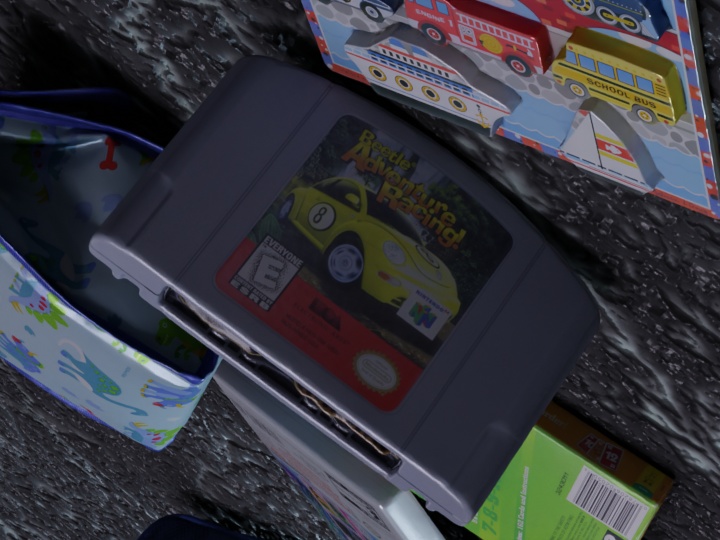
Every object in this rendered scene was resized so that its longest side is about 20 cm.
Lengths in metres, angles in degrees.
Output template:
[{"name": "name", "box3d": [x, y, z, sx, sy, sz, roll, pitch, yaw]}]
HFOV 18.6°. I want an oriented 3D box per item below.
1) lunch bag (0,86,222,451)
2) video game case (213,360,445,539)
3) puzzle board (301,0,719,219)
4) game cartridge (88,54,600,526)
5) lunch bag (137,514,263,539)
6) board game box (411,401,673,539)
[{"name": "lunch bag", "box3d": [-0.154, -0.012, 1.163, 0.199, 0.128, 0.170, 28, 157, -2]}, {"name": "video game case", "box3d": [0.008, 0.147, 1.294, 0.200, 0.024, 0.182, 32, 161, 53]}, {"name": "puzzle board", "box3d": [0.046, -0.097, 0.855, 0.199, 0.017, 0.151, 24, 153, 30]}, {"name": "game cartridge", "box3d": [0.000, 0.000, 0.950, 0.199, 0.133, 0.041, 36, 150, 1]}, {"name": "lunch bag", "box3d": [-0.082, 0.276, 1.560, 0.199, 0.136, 0.133, 14, 148, 41]}, {"name": "board game box", "box3d": [0.057, 0.089, 1.134, 0.199, 0.030, 0.096, 31, 135, 10]}]
